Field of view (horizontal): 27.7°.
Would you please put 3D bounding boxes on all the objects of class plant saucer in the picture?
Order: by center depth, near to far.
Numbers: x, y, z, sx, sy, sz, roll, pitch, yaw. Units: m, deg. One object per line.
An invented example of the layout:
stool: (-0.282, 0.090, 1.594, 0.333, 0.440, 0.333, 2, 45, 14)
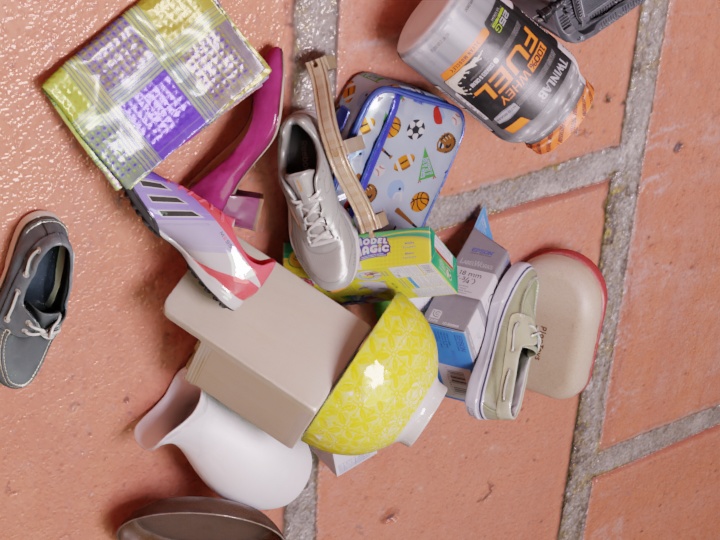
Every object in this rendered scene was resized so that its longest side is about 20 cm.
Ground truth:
plant saucer: (-0.186, 0.306, 1.719, 0.200, 0.032, 0.200, 1, 150, 1)

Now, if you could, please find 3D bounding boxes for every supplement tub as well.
supplement tub: (0.148, -0.222, 1.575, 0.200, 0.123, 0.123, 36, 93, -17)

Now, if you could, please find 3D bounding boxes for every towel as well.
towel: (-0.200, -0.190, 1.442, 0.200, 0.023, 0.144, -39, 114, -11)

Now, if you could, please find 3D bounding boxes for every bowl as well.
bowl: (0.032, 0.134, 1.623, 0.200, 0.108, 0.200, -57, 178, -3)

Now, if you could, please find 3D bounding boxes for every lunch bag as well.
lunch bag: (0.020, -0.117, 1.651, 0.160, 0.076, 0.200, 11, 109, -38)

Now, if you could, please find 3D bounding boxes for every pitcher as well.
pitcher: (-0.140, 0.175, 1.695, 0.200, 0.121, 0.172, 37, 76, -34)

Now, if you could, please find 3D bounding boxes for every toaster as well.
toaster: (0.241, -0.340, 1.637, 0.200, 0.129, 0.114, -36, 132, -14)

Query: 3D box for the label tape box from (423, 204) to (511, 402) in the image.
label tape box: (0.153, 0.042, 1.790, 0.200, 0.063, 0.144, -59, 147, -33)

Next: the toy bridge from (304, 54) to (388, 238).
toy bridge: (-0.017, -0.130, 1.553, 0.067, 0.027, 0.201, -31, 104, -71)

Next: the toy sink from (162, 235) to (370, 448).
toy sink: (-0.114, 0.077, 1.600, 0.130, 0.200, 0.112, -56, 179, -35)

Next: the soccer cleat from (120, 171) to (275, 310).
soccer cleat: (-0.173, -0.051, 1.506, 0.073, 0.068, 0.200, -40, 103, 4)

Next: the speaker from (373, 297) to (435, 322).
speaker: (0.061, 0.062, 1.783, 0.088, 0.088, 0.200, -28, 130, -20)

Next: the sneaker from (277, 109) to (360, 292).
sneaker: (-0.055, -0.073, 1.553, 0.076, 0.092, 0.201, -15, 90, 10)

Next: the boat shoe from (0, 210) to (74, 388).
boat shoe: (-0.335, 0.041, 1.487, 0.073, 0.062, 0.200, 1, 116, -38)

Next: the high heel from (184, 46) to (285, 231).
high heel: (-0.137, -0.143, 1.534, 0.096, 0.067, 0.201, 12, 95, -6)

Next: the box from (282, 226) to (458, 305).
box: (0.000, 0.000, 1.647, 0.199, 0.049, 0.117, -8, 158, 17)

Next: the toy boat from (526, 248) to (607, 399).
toy boat: (0.265, 0.062, 1.935, 0.131, 0.130, 0.200, -40, 144, -54)

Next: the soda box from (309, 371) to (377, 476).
soda box: (-0.034, 0.151, 1.780, 0.064, 0.068, 0.200, -27, 130, -23)

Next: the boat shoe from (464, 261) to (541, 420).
boat shoe: (0.182, 0.086, 1.724, 0.072, 0.062, 0.200, 44, 60, -57)
